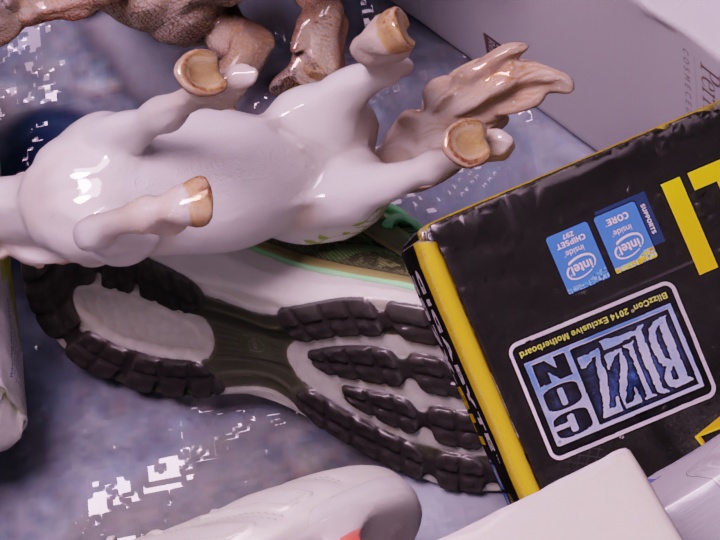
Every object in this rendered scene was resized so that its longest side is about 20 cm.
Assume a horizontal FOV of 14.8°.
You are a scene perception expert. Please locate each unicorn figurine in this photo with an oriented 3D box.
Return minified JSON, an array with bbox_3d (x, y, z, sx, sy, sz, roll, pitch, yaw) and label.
[{"bbox_3d":[-0.052,-0.031,0.767,0.200,0.137,0.074,9,76,-26],"label":"unicorn figurine"}]

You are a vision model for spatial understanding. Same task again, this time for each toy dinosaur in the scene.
[{"bbox_3d":[-0.042,-0.119,0.872,0.200,0.086,0.136,-14,48,31],"label":"toy dinosaur"}]

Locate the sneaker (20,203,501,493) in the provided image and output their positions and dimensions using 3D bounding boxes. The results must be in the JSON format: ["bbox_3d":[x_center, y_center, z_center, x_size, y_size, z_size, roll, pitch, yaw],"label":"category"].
[{"bbox_3d":[0.000,0.000,0.845,0.200,0.077,0.089,17,49,16],"label":"sneaker"}]

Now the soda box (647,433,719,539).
[{"bbox_3d":[0.162,0.038,0.696,0.200,0.063,0.068,-31,91,-6],"label":"soda box"}]

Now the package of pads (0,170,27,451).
[{"bbox_3d":[-0.206,0.009,0.855,0.200,0.068,0.155,-18,53,8],"label":"package of pads"}]

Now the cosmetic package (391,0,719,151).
[{"bbox_3d":[0.072,-0.103,0.882,0.074,0.102,0.200,-39,57,-17],"label":"cosmetic package"}]

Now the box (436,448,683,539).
[{"bbox_3d":[0.049,0.164,0.628,0.128,0.109,0.200,-26,73,-13],"label":"box"}]

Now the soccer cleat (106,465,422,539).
[{"bbox_3d":[-0.078,0.102,0.777,0.200,0.069,0.078,-32,56,-3],"label":"soccer cleat"}]

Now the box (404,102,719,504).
[{"bbox_3d":[0.132,0.026,0.759,0.200,0.049,0.160,-22,87,-7],"label":"box"}]
